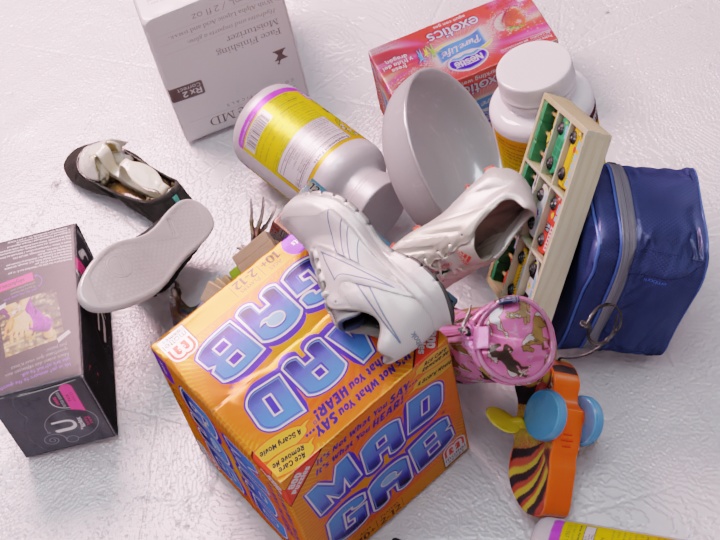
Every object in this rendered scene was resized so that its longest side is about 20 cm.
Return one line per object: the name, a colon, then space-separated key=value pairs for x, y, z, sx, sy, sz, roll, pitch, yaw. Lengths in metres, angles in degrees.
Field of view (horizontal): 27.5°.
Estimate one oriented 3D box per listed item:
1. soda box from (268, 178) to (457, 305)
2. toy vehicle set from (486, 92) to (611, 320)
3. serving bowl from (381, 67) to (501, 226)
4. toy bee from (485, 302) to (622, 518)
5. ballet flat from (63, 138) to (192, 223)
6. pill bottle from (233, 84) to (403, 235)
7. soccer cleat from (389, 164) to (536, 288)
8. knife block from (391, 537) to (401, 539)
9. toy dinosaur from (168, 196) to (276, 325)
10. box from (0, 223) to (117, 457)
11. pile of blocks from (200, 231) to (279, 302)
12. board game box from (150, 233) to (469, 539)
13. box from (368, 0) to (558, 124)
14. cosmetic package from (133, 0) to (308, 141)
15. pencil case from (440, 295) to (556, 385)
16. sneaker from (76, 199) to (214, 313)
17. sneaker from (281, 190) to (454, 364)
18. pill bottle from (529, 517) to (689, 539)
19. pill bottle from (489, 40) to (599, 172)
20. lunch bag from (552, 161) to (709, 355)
soda box: x=0.000 y=0.000 z=1.509 sx=0.200 sy=0.064 sz=0.068 roll=40 pitch=68 yaw=4
toy vehicle set: x=0.177 y=-0.055 z=1.403 sx=0.026 sy=0.202 sz=0.124 roll=10 pitch=19 yaw=-16
serving bowl: x=0.082 y=-0.109 z=1.555 sx=0.065 sy=0.200 sz=0.202 roll=-22 pitch=47 yaw=31
toy bee: x=0.182 y=0.127 z=1.397 sx=0.108 sy=0.131 sz=0.201 roll=21 pitch=77 yaw=55
ballet flat: x=-0.271 y=-0.114 z=1.696 sx=0.199 sy=0.069 sz=0.068 roll=25 pitch=63 yaw=27
pill bottle: x=-0.043 y=-0.115 z=1.615 sx=0.104 sy=0.105 sz=0.200 roll=-40 pitch=57 yaw=-17
soccer cleat: x=0.086 y=-0.018 z=1.415 sx=0.200 sy=0.069 sz=0.078 roll=-44 pitch=35 yaw=13
knife block: x=0.012 y=0.337 z=1.311 sx=0.198 sy=0.064 sz=0.177 roll=-23 pitch=53 yaw=-5
toy dinosaur: x=-0.111 y=0.027 z=1.579 sx=0.179 sy=0.105 sz=0.203 roll=-4 pitch=87 yaw=-2
box: x=-0.323 y=0.072 z=1.538 sx=0.105 sy=0.123 sz=0.202 roll=-13 pitch=53 yaw=2
pile of blocks: x=-0.124 y=0.058 z=1.512 sx=0.082 sy=0.062 sz=0.202 roll=31 pitch=95 yaw=23
board game box: x=-0.043 y=0.122 z=1.391 sx=0.199 sy=0.201 sz=0.200 roll=-39 pitch=57 yaw=-16
box: x=0.120 y=-0.221 z=1.669 sx=0.198 sy=0.103 sz=0.095 roll=-22 pitch=53 yaw=-6
cosmetic package: x=-0.173 y=-0.296 z=1.723 sx=0.163 sy=0.201 sz=0.166 roll=-21 pitch=52 yaw=-4
pencil case: x=0.108 y=0.068 z=1.373 sx=0.082 sy=0.200 sz=0.087 roll=-35 pitch=96 yaw=-16
sneaker: x=-0.238 y=0.007 z=1.565 sx=0.071 sy=0.099 sz=0.200 roll=43 pitch=44 yaw=3
sneaker: x=-0.009 y=0.002 z=1.303 sx=0.087 sy=0.075 sz=0.200 roll=-42 pitch=57 yaw=-14
pill bottle: x=0.244 y=0.280 z=1.275 sx=0.197 sy=0.105 sz=0.105 roll=7 pitch=56 yaw=17
pill bottle: x=0.195 y=-0.134 z=1.519 sx=0.108 sy=0.201 sz=0.110 roll=-10 pitch=45 yaw=10
lunch bag: x=0.244 y=-0.008 z=1.433 sx=0.131 sy=0.201 sz=0.137 roll=5 pitch=51 yaw=-7
